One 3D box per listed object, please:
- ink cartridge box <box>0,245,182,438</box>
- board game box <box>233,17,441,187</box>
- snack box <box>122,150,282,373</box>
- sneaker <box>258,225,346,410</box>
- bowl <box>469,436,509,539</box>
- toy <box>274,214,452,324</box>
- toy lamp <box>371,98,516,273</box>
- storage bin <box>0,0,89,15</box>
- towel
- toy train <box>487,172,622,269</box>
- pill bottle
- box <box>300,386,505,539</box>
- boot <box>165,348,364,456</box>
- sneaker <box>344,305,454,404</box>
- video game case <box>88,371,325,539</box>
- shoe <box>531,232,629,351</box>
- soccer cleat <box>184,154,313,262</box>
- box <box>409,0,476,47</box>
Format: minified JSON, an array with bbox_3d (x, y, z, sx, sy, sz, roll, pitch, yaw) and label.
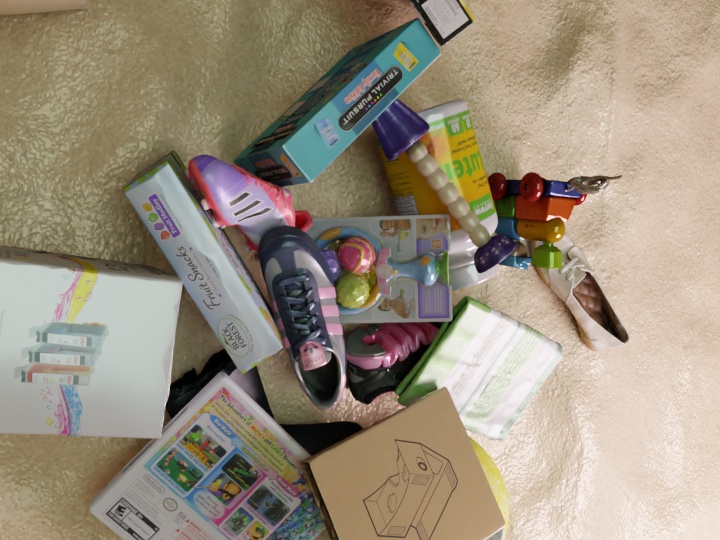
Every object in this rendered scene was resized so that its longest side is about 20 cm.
[{"bbox_3d":[-0.276,0.060,0.739,0.197,0.145,0.147,9,92,-26],"label":"ink cartridge box"},{"bbox_3d":[-0.027,-0.169,0.862,0.200,0.150,0.047,-47,110,-17],"label":"board game box"},{"bbox_3d":[-0.151,-0.014,0.805,0.053,0.142,0.202,-31,106,-1],"label":"snack box"},{"bbox_3d":[-0.051,0.052,0.834,0.069,0.082,0.202,-17,123,3],"label":"sneaker"},{"bbox_3d":[0.107,0.292,0.966,0.197,0.107,0.204,-1,91,-27],"label":"bowl"},{"bbox_3d":[0.000,0.000,0.887,0.197,0.047,0.117,-2,92,3],"label":"toy"},{"bbox_3d":[0.083,-0.090,0.860,0.058,0.058,0.201,-39,95,-20],"label":"toy lamp"},{"bbox_3d":[-0.350,-0.330,0.727,0.197,0.093,0.202,-14,98,-25],"label":"storage bin"},{"bbox_3d":[0.143,0.118,0.971,0.199,0.031,0.150,27,101,-39],"label":"towel"},{"bbox_3d":[0.226,-0.054,0.968,0.083,0.199,0.118,2,95,-26],"label":"toy train"},{"bbox_3d":[0.095,-0.084,0.947,0.110,0.111,0.203,-22,101,-24],"label":"pill bottle"},{"bbox_3d":[0.049,0.234,0.859,0.198,0.021,0.165,-20,85,-35],"label":"box"},{"bbox_3d":[-0.095,0.158,0.877,0.198,0.076,0.170,-22,105,-18],"label":"boot"},{"bbox_3d":[0.067,0.103,0.971,0.197,0.079,0.097,-12,118,-25],"label":"sneaker"},{"bbox_3d":[-0.135,0.232,0.826,0.182,0.024,0.200,-44,110,-4],"label":"video game case"},{"bbox_3d":[0.292,0.022,1.081,0.070,0.053,0.201,-41,108,-20],"label":"shoe"},{"bbox_3d":[-0.106,-0.069,0.804,0.076,0.200,0.067,-32,66,1],"label":"soccer cleat"},{"bbox_3d":[0.051,-0.332,0.877,0.049,0.201,0.160,-35,108,15],"label":"box"}]
